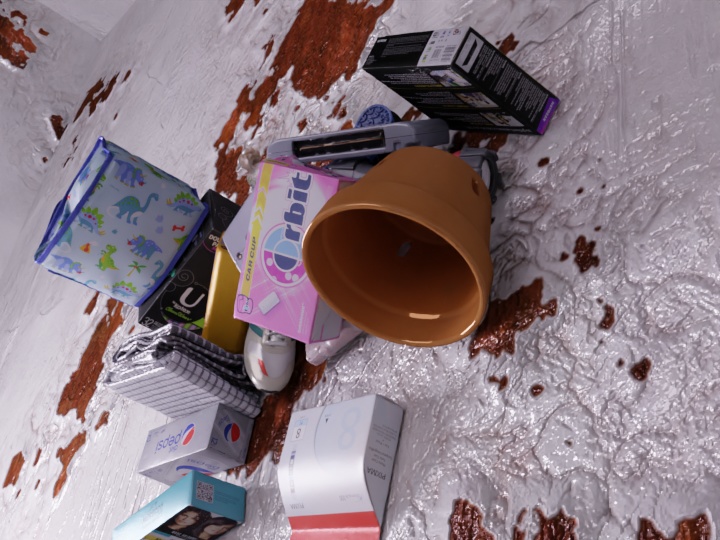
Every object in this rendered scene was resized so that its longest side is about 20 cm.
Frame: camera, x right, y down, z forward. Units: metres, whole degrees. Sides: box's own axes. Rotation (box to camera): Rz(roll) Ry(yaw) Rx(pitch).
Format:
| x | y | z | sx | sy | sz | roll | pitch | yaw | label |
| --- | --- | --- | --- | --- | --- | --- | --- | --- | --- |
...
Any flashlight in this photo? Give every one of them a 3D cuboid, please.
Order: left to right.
| x | y | z | sx | sy | sz | roll | pitch | yaw | label |
| --- | --- | --- | --- | --- | --- | --- | --- | --- | --- |
| 0.060 | -0.108 | 1.010 | 0.199 | 0.068 | 0.068 | 4 | 67 | 32 | flashlight |

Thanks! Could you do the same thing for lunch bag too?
| x | y | z | sx | sy | sz | roll | pitch | yaw | label |
| --- | --- | --- | --- | --- | --- | --- | --- | --- | --- |
| -0.344 | -0.061 | 1.245 | 0.200 | 0.170 | 0.127 | -58 | 30 | 7 | lunch bag |

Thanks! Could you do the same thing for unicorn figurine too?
| x | y | z | sx | sy | sz | roll | pitch | yaw | label |
| --- | --- | --- | --- | --- | --- | --- | --- | --- | --- |
| -0.103 | -0.107 | 1.280 | 0.074 | 0.199 | 0.137 | -61 | 2 | 7 | unicorn figurine |

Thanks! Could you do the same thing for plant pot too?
| x | y | z | sx | sy | sz | roll | pitch | yaw | label |
| --- | --- | --- | --- | --- | --- | --- | --- | --- | --- |
| 0.056 | -0.036 | 0.922 | 0.200 | 0.200 | 0.140 | -25 | 27 | 45 | plant pot |

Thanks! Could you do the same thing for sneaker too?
| x | y | z | sx | sy | sz | roll | pitch | yaw | label |
| --- | --- | --- | --- | --- | --- | --- | --- | --- | --- |
| -0.114 | 0.058 | 1.148 | 0.093 | 0.070 | 0.201 | 103 | 174 | -63 | sneaker |
| -0.008 | -0.131 | 1.191 | 0.070 | 0.078 | 0.200 | 43 | 98 | 26 | sneaker |

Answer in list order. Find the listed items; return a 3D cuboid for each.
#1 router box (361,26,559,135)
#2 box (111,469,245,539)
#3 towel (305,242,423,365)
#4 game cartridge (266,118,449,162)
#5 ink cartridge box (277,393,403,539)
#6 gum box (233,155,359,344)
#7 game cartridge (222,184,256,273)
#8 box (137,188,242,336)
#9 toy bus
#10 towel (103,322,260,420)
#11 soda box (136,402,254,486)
| x | y | z | sx | sy | sz | roll | pitch | yaw | label |
| --- | --- | --- | --- | --- | --- | --- | --- | --- | --- |
| 0.111 | -0.219 | 1.016 | 0.200 | 0.149 | 0.051 | 21 | 82 | 59 | router box |
| -0.241 | 0.334 | 1.134 | 0.200 | 0.082 | 0.049 | -39 | 37 | 32 | box |
| 0.000 | 0.000 | 1.112 | 0.200 | 0.032 | 0.191 | -41 | 34 | 28 | towel |
| 0.001 | -0.159 | 1.073 | 0.199 | 0.042 | 0.133 | -3 | 13 | 26 | game cartridge |
| -0.038 | 0.242 | 0.940 | 0.160 | 0.047 | 0.201 | -21 | 45 | 47 | ink cartridge box |
| -0.069 | -0.028 | 1.008 | 0.113 | 0.066 | 0.201 | 16 | 101 | 29 | gum box |
| -0.082 | -0.017 | 1.083 | 0.200 | 0.041 | 0.133 | 44 | 105 | 25 | game cartridge |
| -0.224 | 0.008 | 1.324 | 0.200 | 0.148 | 0.124 | -48 | 31 | 20 | box |
| -0.180 | 0.042 | 1.226 | 0.078 | 0.065 | 0.201 | -85 | 9 | -59 | toy bus |
| -0.245 | 0.146 | 1.222 | 0.200 | 0.165 | 0.086 | -22 | 43 | 47 | towel |
| -0.233 | 0.247 | 1.215 | 0.200 | 0.063 | 0.068 | -27 | 42 | 43 | soda box |
